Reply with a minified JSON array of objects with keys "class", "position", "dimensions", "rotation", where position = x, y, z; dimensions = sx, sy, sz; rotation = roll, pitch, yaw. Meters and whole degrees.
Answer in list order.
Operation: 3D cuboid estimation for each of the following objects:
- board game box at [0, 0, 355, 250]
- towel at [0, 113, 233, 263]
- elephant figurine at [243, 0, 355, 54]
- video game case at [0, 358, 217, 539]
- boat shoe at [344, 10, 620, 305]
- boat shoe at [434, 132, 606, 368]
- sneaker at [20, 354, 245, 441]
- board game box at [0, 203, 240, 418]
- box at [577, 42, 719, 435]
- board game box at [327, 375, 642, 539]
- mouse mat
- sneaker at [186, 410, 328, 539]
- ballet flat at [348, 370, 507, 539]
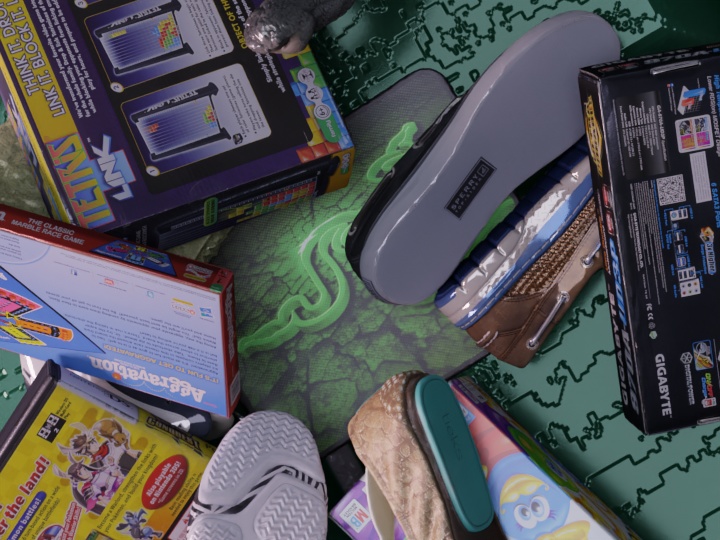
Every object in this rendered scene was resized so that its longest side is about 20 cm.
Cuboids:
[{"class":"board game box","position":[-0.116,-0.115,1.629],"dimensions":[0.164,0.057,0.201],"rotation":[-19,70,-12]},{"class":"towel","position":[-0.131,-0.059,1.652],"dimensions":[0.148,0.037,0.201],"rotation":[29,66,5]},{"class":"elephant figurine","position":[-0.006,-0.213,1.600],"dimensions":[0.199,0.155,0.142],"rotation":[-18,107,-20]},{"class":"video game case","position":[-0.147,0.171,1.645],"dimensions":[0.180,0.026,0.201],"rotation":[29,107,-19]},{"class":"boat shoe","position":[0.063,-0.069,1.646],"dimensions":[0.200,0.057,0.069],"rotation":[-49,122,-3]},{"class":"boat shoe","position":[0.133,-0.030,1.642],"dimensions":[0.200,0.072,0.072],"rotation":[-45,99,5]},{"class":"sneaker","position":[-0.128,0.056,1.674],"dimensions":[0.129,0.080,0.201],"rotation":[0,81,-1]},{"class":"board game box","position":[-0.160,0.013,1.577],"dimensions":[0.199,0.103,0.020],"rotation":[16,49,14]},{"class":"box","position":[0.209,-0.024,1.595],"dimensions":[0.158,0.046,0.201],"rotation":[-11,101,-9]},{"class":"board game box","position":[0.093,0.163,1.625],"dimensions":[0.200,0.105,0.103],"rotation":[44,95,6]},{"class":"mouse mat","position":[0.000,0.000,1.688],"dimensions":[0.199,0.008,0.162],"rotation":[-32,85,6]},{"class":"sneaker","position":[-0.071,0.179,1.607],"dimensions":[0.075,0.115,0.201],"rotation":[10,78,-12]},{"class":"ballet flat","position":[0.048,0.152,1.555],"dimensions":[0.065,0.070,0.201],"rotation":[-24,82,33]}]
